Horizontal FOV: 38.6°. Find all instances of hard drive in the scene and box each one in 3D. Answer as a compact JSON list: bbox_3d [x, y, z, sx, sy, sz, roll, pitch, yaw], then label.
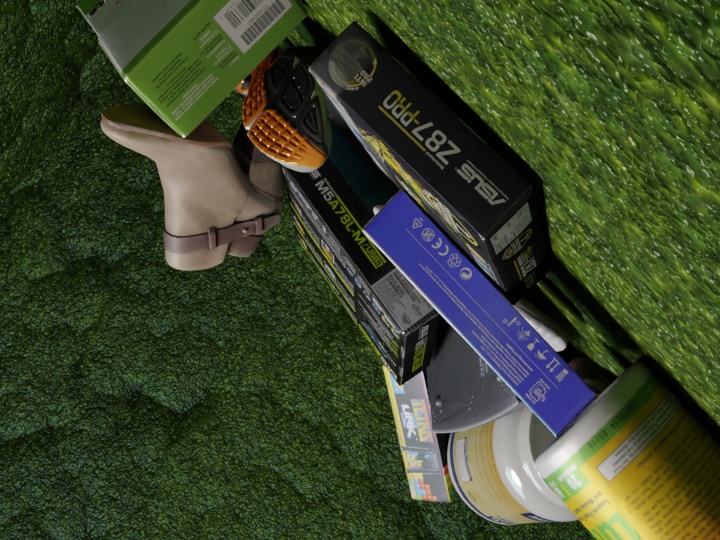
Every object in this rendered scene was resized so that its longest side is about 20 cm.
[{"bbox_3d":[0.115,0.082,0.994,0.200,0.041,0.138,138,129,-66],"label":"hard drive"}]

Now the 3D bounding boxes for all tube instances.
[{"bbox_3d":[-0.031,-0.140,1.061,0.202,0.077,0.051,57,141,16],"label":"tube"}]

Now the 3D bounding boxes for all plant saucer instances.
[{"bbox_3d":[0.006,-0.134,0.945,0.201,0.032,0.200,48,179,1],"label":"plant saucer"}]

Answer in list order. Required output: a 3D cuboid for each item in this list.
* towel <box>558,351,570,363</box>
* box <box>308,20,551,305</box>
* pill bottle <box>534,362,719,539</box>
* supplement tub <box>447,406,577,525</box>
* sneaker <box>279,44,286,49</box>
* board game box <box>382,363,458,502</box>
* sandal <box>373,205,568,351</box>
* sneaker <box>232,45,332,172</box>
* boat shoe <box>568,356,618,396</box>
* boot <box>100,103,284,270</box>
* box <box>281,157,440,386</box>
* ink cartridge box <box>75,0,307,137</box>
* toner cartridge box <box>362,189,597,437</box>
[{"bbox_3d":[0.177,0.093,1.138,0.110,0.049,0.200,26,170,29],"label":"towel"},{"bbox_3d":[0.056,-0.065,0.698,0.162,0.049,0.200,49,-178,18],"label":"box"},{"bbox_3d":[0.227,0.174,0.721,0.200,0.111,0.111,48,180,13],"label":"pill bottle"},{"bbox_3d":[0.185,0.185,1.058,0.145,0.144,0.200,47,158,0],"label":"supplement tub"},{"bbox_3d":[-0.099,-0.219,1.206,0.091,0.078,0.200,55,-179,23],"label":"sneaker"},{"bbox_3d":[0.112,0.146,1.205,0.199,0.056,0.169,-34,-64,-52],"label":"board game box"},{"bbox_3d":[0.102,-0.006,0.884,0.205,0.060,0.079,34,169,21],"label":"sandal"},{"bbox_3d":[-0.057,-0.139,0.876,0.092,0.076,0.201,38,-165,-42],"label":"sneaker"},{"bbox_3d":[0.241,0.145,0.849,0.199,0.072,0.072,38,-148,-11],"label":"boat shoe"},{"bbox_3d":[-0.152,-0.069,0.929,0.197,0.148,0.070,1,-145,-35],"label":"boot"},{"bbox_3d":[0.000,0.000,0.991,0.201,0.047,0.194,54,172,17],"label":"box"},{"bbox_3d":[-0.151,-0.225,0.883,0.076,0.148,0.200,45,-178,-39],"label":"ink cartridge box"},{"bbox_3d":[0.087,0.031,0.762,0.200,0.043,0.095,47,-178,7],"label":"toner cartridge box"}]
